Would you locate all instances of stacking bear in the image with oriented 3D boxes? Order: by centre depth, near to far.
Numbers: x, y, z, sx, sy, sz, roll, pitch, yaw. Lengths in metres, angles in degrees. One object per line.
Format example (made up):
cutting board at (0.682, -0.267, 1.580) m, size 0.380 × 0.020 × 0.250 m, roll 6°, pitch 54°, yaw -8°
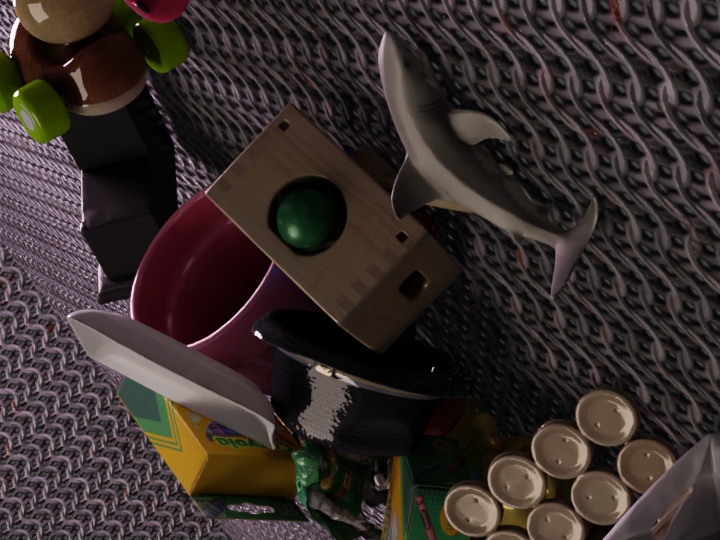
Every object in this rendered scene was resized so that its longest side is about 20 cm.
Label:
stacking bear at (0.067, 0.152, 1.672) m, size 0.121 × 0.114 × 0.200 m, roll -2°, pitch 136°, yaw 32°

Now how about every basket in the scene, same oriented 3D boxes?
basket at (0.286, 0.239, 1.264) m, size 0.200 × 0.136 × 0.123 m, roll 40°, pitch 164°, yaw 30°

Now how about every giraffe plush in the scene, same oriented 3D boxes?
giraffe plush at (0.148, 0.207, 1.543) m, size 0.172 × 0.200 × 0.162 m, roll 14°, pitch 121°, yaw 27°

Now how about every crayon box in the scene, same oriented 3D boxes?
crayon box at (0.052, 0.258, 1.551) m, size 0.119 × 0.058 × 0.200 m, roll -108°, pitch 25°, yaw -73°
crayon box at (-0.134, 0.160, 1.699) m, size 0.126 × 0.052 × 0.200 m, roll 9°, pitch -154°, yaw -40°

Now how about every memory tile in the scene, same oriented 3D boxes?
memory tile at (0.177, 0.193, 1.422) m, size 0.153 × 0.200 × 0.017 m, roll 49°, pitch -151°, yaw -4°

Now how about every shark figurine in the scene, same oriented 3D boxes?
shark figurine at (0.071, -0.055, 1.237) m, size 0.214 × 0.089 × 0.128 m, roll 47°, pitch 166°, yaw 13°

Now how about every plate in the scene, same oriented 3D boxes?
plate at (-0.158, 0.093, 1.572) m, size 0.199 × 0.032 × 0.200 m, roll 27°, pitch 168°, yaw 4°

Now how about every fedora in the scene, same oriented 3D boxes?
fedora at (-0.006, 0.104, 1.528) m, size 0.200 × 0.092 × 0.201 m, roll 15°, pitch -169°, yaw -3°

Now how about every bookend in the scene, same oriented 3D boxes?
bookend at (-0.256, -0.108, 1.787) m, size 0.199 × 0.092 × 0.200 m, roll 69°, pitch -170°, yaw -52°

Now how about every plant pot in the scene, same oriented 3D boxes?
plant pot at (-0.094, 0.035, 1.726) m, size 0.179 × 0.200 × 0.200 m, roll 41°, pitch 172°, yaw -38°

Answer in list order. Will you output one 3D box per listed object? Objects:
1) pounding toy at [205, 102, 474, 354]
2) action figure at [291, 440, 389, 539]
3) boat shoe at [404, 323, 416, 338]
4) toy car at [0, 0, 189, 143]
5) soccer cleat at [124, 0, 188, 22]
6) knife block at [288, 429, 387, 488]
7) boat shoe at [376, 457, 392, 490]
pounding toy at (0.000, -0.040, 1.401) m, size 0.184 × 0.142 × 0.200 m, roll 44°, pitch -179°, yaw 18°
action figure at (-0.017, 0.195, 1.578) m, size 0.055 × 0.118 × 0.200 m, roll -3°, pitch 158°, yaw 20°
boat shoe at (0.000, 0.000, 1.601) m, size 0.069 × 0.084 × 0.200 m, roll 26°, pitch 170°, yaw 38°
toy car at (-0.274, -0.248, 1.589) m, size 0.158 × 0.164 × 0.200 m, roll 33°, pitch 149°, yaw 43°
soccer cleat at (-0.204, -0.299, 1.456) m, size 0.200 × 0.070 × 0.086 m, roll 58°, pitch 178°, yaw -24°
knife block at (-0.006, 0.148, 1.780) m, size 0.175 × 0.200 × 0.064 m, roll 2°, pitch 133°, yaw 49°
boat shoe at (0.025, 0.188, 1.842) m, size 0.066 × 0.072 × 0.201 m, roll 28°, pitch -172°, yaw 1°
